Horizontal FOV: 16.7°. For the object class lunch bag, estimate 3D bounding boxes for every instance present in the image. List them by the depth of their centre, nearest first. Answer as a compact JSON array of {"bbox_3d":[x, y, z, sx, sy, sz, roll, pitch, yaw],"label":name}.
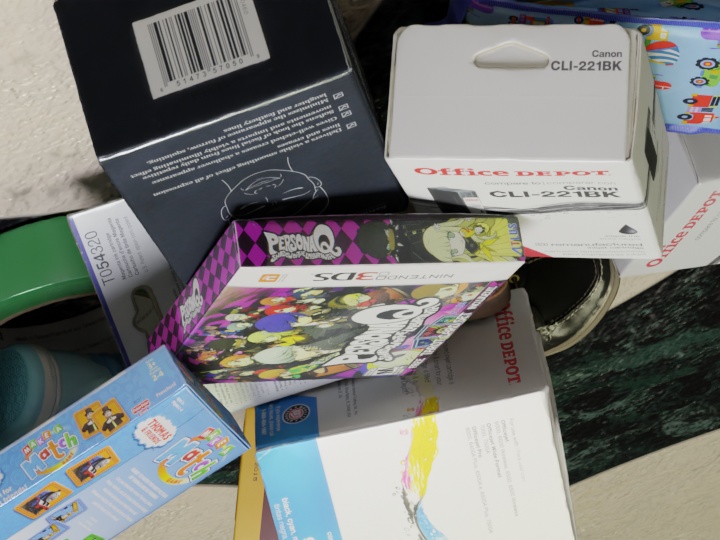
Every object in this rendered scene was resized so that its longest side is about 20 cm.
[{"bbox_3d":[0.137,-0.143,1.495,0.199,0.094,0.151,-6,159,-5],"label":"lunch bag"}]

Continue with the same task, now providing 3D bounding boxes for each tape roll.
[{"bbox_3d":[-0.203,0.028,1.661,0.200,0.048,0.201,-15,157,-6],"label":"tape roll"}]

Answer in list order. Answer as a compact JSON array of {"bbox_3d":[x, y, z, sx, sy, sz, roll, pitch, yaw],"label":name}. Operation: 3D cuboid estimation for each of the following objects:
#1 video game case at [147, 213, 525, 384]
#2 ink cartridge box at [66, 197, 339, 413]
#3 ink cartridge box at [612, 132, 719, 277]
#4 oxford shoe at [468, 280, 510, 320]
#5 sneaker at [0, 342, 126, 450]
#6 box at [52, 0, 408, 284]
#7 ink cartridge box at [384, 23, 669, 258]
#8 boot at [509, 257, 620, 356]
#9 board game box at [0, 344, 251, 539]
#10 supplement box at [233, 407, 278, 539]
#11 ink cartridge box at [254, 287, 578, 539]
[{"bbox_3d":[-0.019,0.020,1.502,0.181,0.036,0.200,-1,158,-22],"label":"video game case"},{"bbox_3d":[-0.069,-0.001,1.595,0.199,0.043,0.197,-16,127,1],"label":"ink cartridge box"},{"bbox_3d":[0.282,-0.073,1.751,0.199,0.084,0.145,-8,156,-23],"label":"ink cartridge box"},{"bbox_3d":[0.000,0.000,1.678,0.199,0.071,0.071,-10,124,-2],"label":"oxford shoe"},{"bbox_3d":[-0.221,0.119,1.697,0.130,0.080,0.200,3,151,-39],"label":"sneaker"},{"bbox_3d":[-0.069,-0.093,1.408,0.148,0.107,0.200,-19,157,3],"label":"box"},{"bbox_3d":[0.103,-0.073,1.464,0.144,0.084,0.200,1,164,12],"label":"ink cartridge box"},{"bbox_3d":[0.084,0.029,1.860,0.200,0.073,0.150,-29,156,37],"label":"boot"},{"bbox_3d":[-0.177,0.134,1.538,0.200,0.037,0.151,-32,157,0],"label":"board game box"},{"bbox_3d":[0.014,0.171,1.881,0.199,0.133,0.197,6,-179,4],"label":"supplement box"},{"bbox_3d":[0.039,0.124,1.685,0.199,0.147,0.145,-12,117,4],"label":"ink cartridge box"}]
